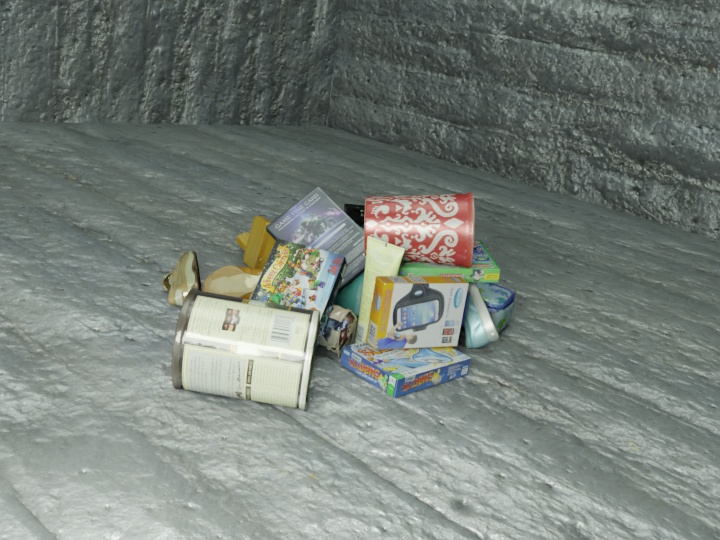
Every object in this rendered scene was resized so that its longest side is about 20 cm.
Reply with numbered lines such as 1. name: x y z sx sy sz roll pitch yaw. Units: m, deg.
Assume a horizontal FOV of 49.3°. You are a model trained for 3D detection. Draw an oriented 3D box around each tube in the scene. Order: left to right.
1. tube: 0.030 0.046 1.398 0.056 0.205 0.052 4 19 -13

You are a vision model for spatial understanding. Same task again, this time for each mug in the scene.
1. mug: 0.105 -0.065 1.448 0.194 0.179 0.137 2 60 2

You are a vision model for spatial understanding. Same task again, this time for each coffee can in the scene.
1. coffee can: -0.166 0.117 1.161 0.194 0.150 0.147 10 17 -1

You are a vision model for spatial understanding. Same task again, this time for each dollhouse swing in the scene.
1. dollhouse swing: -0.175 -0.096 1.818 0.195 0.185 0.177 -2 40 -30

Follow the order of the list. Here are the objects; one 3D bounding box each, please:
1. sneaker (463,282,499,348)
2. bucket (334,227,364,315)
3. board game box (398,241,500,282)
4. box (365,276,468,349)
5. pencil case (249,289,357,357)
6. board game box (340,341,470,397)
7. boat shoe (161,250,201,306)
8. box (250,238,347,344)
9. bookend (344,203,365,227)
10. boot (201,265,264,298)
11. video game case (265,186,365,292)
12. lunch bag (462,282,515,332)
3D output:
1. sneaker: 0.199 0.061 1.541 0.080 0.074 0.203 -25 55 7
2. bucket: 0.000 0.000 1.640 0.201 0.138 0.208 9 17 -3
3. board game box: 0.155 -0.020 1.502 0.194 0.030 0.135 1 26 -9
4. box: 0.110 0.073 1.372 0.195 0.122 0.041 1 18 -25
5. pencil case: -0.108 0.088 1.398 0.195 0.080 0.090 14 34 14
6. board game box: 0.080 0.157 1.358 0.197 0.035 0.134 -8 25 -45
7. boat shoe: -0.352 0.014 1.532 0.074 0.074 0.200 -10 19 -9
8. box: -0.118 0.053 1.351 0.133 0.204 0.038 14 -26 15
9. bookend: 0.021 -0.099 2.012 0.194 0.095 0.199 7 18 17
10. boot: -0.191 0.040 1.514 0.196 0.073 0.144 -12 -24 18
11. video game case: -0.070 -0.058 1.526 0.142 0.019 0.200 -38 68 -19
12. lunch bag: 0.223 0.062 1.666 0.196 0.085 0.160 19 16 23
